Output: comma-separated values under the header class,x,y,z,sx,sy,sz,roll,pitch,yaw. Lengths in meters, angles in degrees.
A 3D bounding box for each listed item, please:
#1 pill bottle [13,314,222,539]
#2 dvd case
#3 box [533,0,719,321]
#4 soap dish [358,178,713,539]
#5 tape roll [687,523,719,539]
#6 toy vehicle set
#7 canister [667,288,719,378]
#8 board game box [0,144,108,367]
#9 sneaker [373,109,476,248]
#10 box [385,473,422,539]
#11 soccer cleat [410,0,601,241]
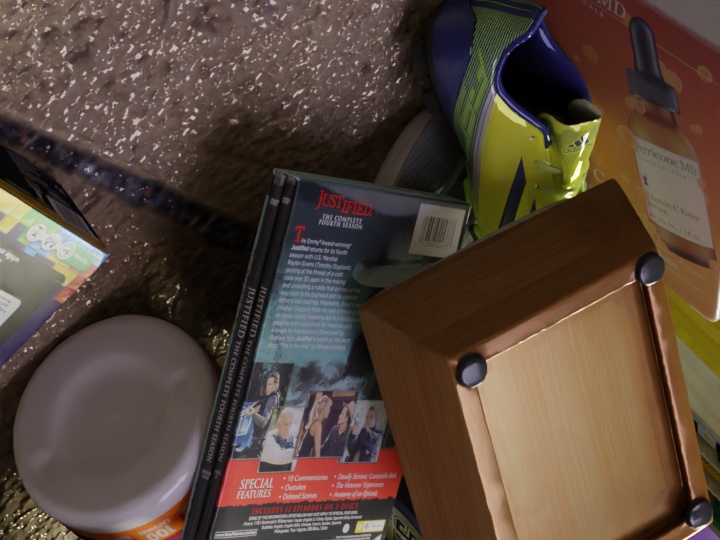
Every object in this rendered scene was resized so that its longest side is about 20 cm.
class,x,y,z,sx,sy,sz,roll,pitch,yaw
pill bottle,-0.091,0.115,1.025,0.114,0.114,0.200,-40,146,-2
dvd case,-0.016,0.055,0.961,0.145,0.022,0.202,4,103,-51
box,0.170,-0.102,1.003,0.106,0.152,0.201,-37,147,-22
soap dish,0.097,0.077,0.978,0.156,0.081,0.201,-26,116,-20
tape roll,0.203,0.200,1.282,0.201,0.066,0.200,-51,-178,3
toy vehicle set,0.176,0.072,1.175,0.026,0.200,0.125,-34,145,-13
canister,0.268,0.017,1.256,0.199,0.149,0.087,-29,145,-21
board game box,-0.226,0.001,0.811,0.165,0.057,0.200,-43,147,6
sneaker,0.000,0.000,1.038,0.070,0.080,0.202,22,93,-42
box,0.055,0.142,1.162,0.086,0.164,0.201,-31,146,-16
soccer cleat,0.093,-0.058,0.998,0.065,0.083,0.201,-58,136,-35
